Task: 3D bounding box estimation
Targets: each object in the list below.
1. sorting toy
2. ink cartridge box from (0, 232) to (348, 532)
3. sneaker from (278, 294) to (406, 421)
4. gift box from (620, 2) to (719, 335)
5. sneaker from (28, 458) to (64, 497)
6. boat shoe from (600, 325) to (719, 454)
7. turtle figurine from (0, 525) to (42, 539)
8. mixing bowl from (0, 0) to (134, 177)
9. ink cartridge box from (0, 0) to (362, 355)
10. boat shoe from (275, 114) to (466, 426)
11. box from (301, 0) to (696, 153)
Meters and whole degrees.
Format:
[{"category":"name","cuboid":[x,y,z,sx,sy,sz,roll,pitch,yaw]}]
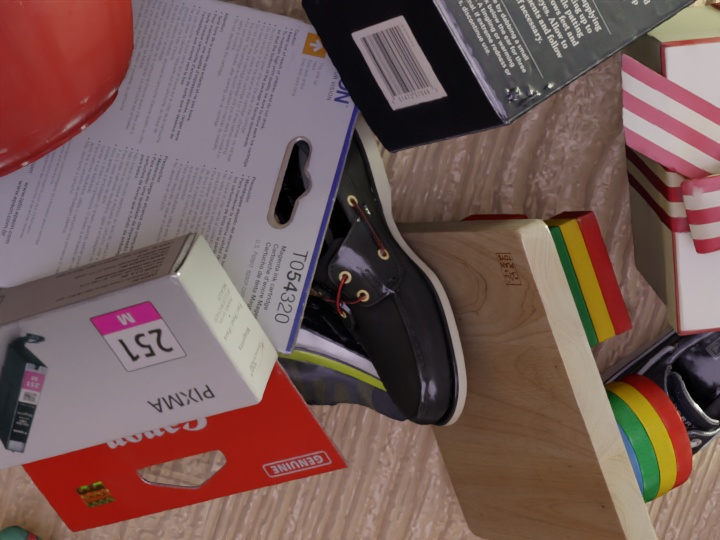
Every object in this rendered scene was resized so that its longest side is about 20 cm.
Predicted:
[{"category":"sorting toy","cuboid":[0.103,0.058,1.290,0.069,0.200,0.199,-24,100,-22]},{"category":"ink cartridge box","cuboid":[-0.133,0.078,1.236,0.200,0.044,0.174,-16,121,27]},{"category":"sneaker","cuboid":[-0.058,0.055,1.330,0.199,0.074,0.081,19,109,-20]},{"category":"gift box","cuboid":[0.231,-0.077,1.262,0.184,0.187,0.201,-11,104,-1]},{"category":"sneaker","cuboid":[-0.160,0.031,1.324,0.115,0.076,0.201,-16,101,3]},{"category":"boat shoe","cuboid":[0.191,0.080,1.355,0.200,0.068,0.072,-42,101,7]},{"category":"turtle figurine","cuboid":[-0.185,0.224,1.356,0.149,0.101,0.200,-15,119,16]},{"category":"mixing bowl","cuboid":[-0.194,-0.117,1.184,0.200,0.200,0.109,-29,110,4]},{"category":"ink cartridge box","cuboid":[-0.108,-0.060,1.266,0.199,0.043,0.197,14,72,4]},{"category":"boat shoe","cuboid":[-0.001,0.001,1.287,0.063,0.074,0.202,-11,69,-34]},{"category":"box","cuboid":[0.094,-0.161,1.222,0.200,0.148,0.105,-35,101,-23]}]
